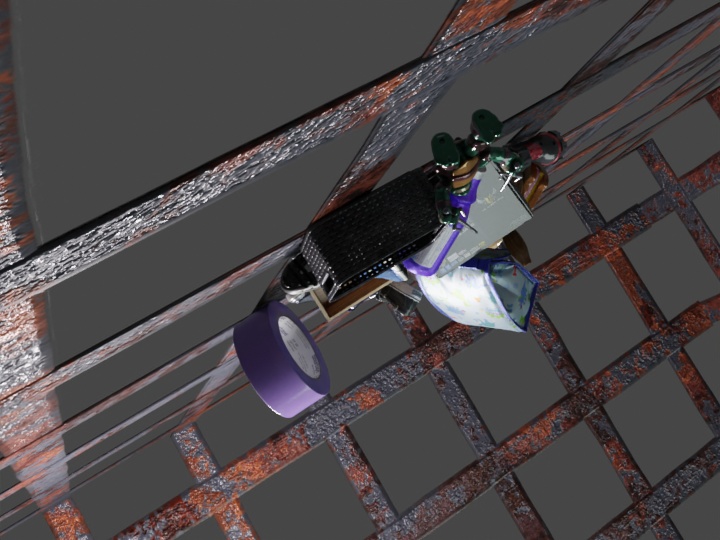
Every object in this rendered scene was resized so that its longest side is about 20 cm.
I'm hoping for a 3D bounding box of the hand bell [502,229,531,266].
[{"bbox_3d":[0.239,-0.096,1.699,0.103,0.202,0.104,-31,175,-3],"label":"hand bell"}]

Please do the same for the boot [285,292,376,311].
[{"bbox_3d":[-0.049,0.042,1.849,0.199,0.091,0.073,-27,173,-43],"label":"boot"}]

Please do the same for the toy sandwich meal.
[{"bbox_3d":[0.298,-0.132,1.929,0.069,0.209,0.205,15,159,-13],"label":"toy sandwich meal"}]

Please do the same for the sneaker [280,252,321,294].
[{"bbox_3d":[-0.036,-0.008,1.536,0.198,0.067,0.091,-32,152,-17],"label":"sneaker"}]

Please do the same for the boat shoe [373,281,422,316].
[{"bbox_3d":[0.049,0.035,1.929,0.199,0.068,0.057,29,-88,57],"label":"boat shoe"}]

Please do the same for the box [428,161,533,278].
[{"bbox_3d":[0.165,-0.095,1.615,0.198,0.158,0.051,-34,-142,15],"label":"box"}]

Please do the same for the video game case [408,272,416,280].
[{"bbox_3d":[0.113,-0.035,1.970,0.142,0.018,0.199,-30,-158,-22],"label":"video game case"}]

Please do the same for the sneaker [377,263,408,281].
[{"bbox_3d":[0.018,-0.023,1.693,0.088,0.080,0.199,-20,155,23],"label":"sneaker"}]

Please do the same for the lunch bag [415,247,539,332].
[{"bbox_3d":[0.205,0.020,1.766,0.168,0.130,0.199,5,162,38],"label":"lunch bag"}]

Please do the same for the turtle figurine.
[{"bbox_3d":[0.144,-0.135,1.331,0.150,0.100,0.201,-47,160,-11],"label":"turtle figurine"}]

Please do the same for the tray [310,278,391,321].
[{"bbox_3d":[0.000,0.000,1.778,0.198,0.037,0.099,-32,131,-1],"label":"tray"}]

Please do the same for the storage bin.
[{"bbox_3d":[0.021,-0.052,1.425,0.198,0.095,0.135,-30,172,-17],"label":"storage bin"}]

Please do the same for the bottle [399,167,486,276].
[{"bbox_3d":[0.130,-0.088,1.526,0.064,0.084,0.202,14,124,-24],"label":"bottle"}]

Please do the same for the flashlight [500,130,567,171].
[{"bbox_3d":[0.316,-0.215,1.789,0.067,0.069,0.199,-34,175,34],"label":"flashlight"}]

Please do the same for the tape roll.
[{"bbox_3d":[-0.145,0.163,1.808,0.084,0.202,0.200,-33,174,12],"label":"tape roll"}]
